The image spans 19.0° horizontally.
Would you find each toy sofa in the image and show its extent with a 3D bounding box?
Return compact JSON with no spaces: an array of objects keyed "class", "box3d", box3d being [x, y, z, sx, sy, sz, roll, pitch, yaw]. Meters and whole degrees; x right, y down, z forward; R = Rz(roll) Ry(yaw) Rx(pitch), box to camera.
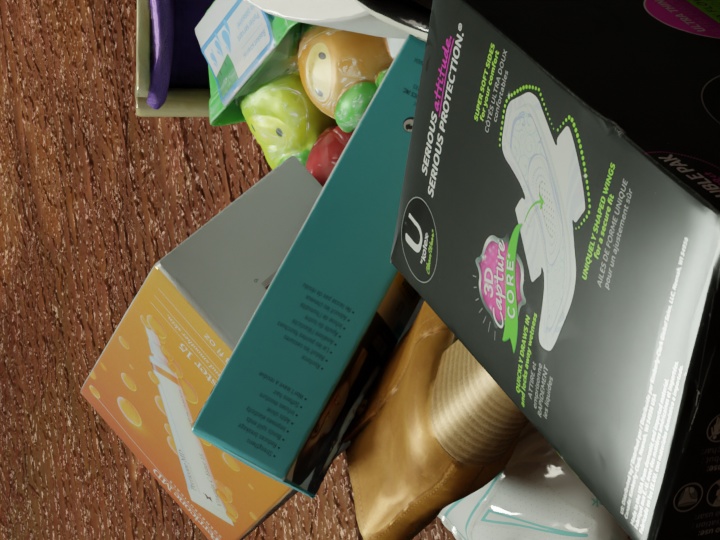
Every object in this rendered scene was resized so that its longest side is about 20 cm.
[{"class":"toy sofa","box3d":[-0.087,-0.188,1.219,0.098,0.082,0.201,-135,46,-79]}]

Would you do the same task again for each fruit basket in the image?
[{"class":"fruit basket","box3d":[-0.013,-0.072,1.097,0.185,0.093,0.201,-40,61,59]}]

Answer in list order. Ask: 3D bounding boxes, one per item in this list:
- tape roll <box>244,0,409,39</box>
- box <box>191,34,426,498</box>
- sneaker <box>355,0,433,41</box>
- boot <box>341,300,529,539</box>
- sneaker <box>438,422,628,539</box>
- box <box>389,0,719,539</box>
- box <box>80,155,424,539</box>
[{"class":"tape roll","box3d":[0.008,-0.207,0.970,0.202,0.071,0.203,-2,87,37]},{"class":"box","box3d":[0.000,0.000,0.962,0.200,0.049,0.082,-62,-12,-6]},{"class":"sneaker","box3d":[0.010,-0.144,0.869,0.200,0.088,0.076,31,109,35]},{"class":"boot","box3d":[0.045,0.013,0.930,0.144,0.071,0.202,-48,22,47]},{"class":"sneaker","box3d":[0.058,0.103,0.994,0.200,0.070,0.081,-7,89,64]},{"class":"box","box3d":[0.121,-0.014,0.756,0.200,0.148,0.125,50,137,51]},{"class":"box","box3d":[-0.054,0.049,1.110,0.124,0.097,0.200,48,153,4]}]
